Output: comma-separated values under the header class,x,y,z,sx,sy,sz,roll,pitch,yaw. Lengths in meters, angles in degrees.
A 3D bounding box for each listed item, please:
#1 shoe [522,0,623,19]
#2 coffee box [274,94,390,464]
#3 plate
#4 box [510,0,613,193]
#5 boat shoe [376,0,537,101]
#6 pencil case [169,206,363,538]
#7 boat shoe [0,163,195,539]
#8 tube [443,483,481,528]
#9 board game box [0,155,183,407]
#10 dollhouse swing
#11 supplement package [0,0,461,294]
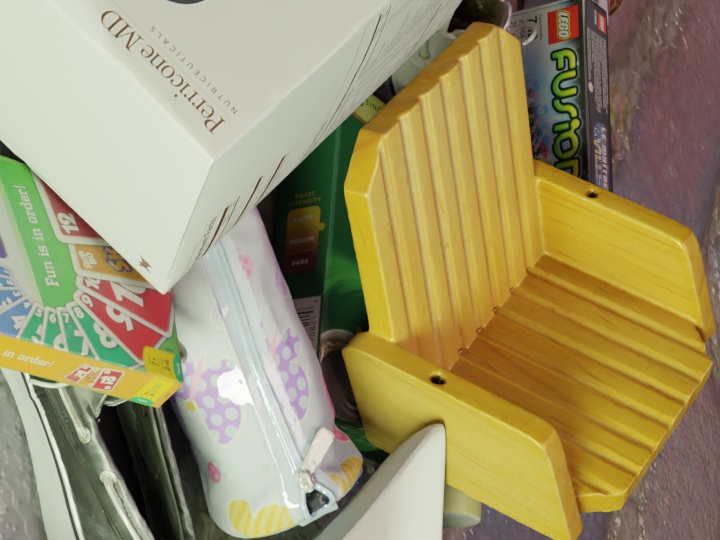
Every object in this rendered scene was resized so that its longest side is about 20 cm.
class,x,y,z,sx,sy,sz,roll,pitch,yaw
shoe,0.170,-0.206,1.296,0.091,0.071,0.202,26,56,-45
coffee box,0.000,0.000,1.003,0.123,0.044,0.201,31,56,-49
plate,-0.015,0.202,0.879,0.200,0.032,0.201,-42,140,-50
box,0.109,-0.071,1.131,0.035,0.109,0.202,22,63,-52
boat shoe,0.060,-0.147,1.017,0.075,0.086,0.202,-54,168,-25
pencil case,-0.067,0.032,0.852,0.091,0.083,0.201,-123,-168,-75
boat shoe,-0.121,0.046,0.782,0.073,0.068,0.201,-14,93,-57
tube,0.050,0.055,1.060,0.052,0.058,0.202,23,64,-47
board game box,-0.164,-0.010,0.703,0.199,0.030,0.096,17,45,-35
dollhouse swing,0.101,-0.006,0.940,0.200,0.181,0.177,-45,152,-41
supplement package,-0.071,-0.141,0.713,0.191,0.147,0.200,43,66,3
